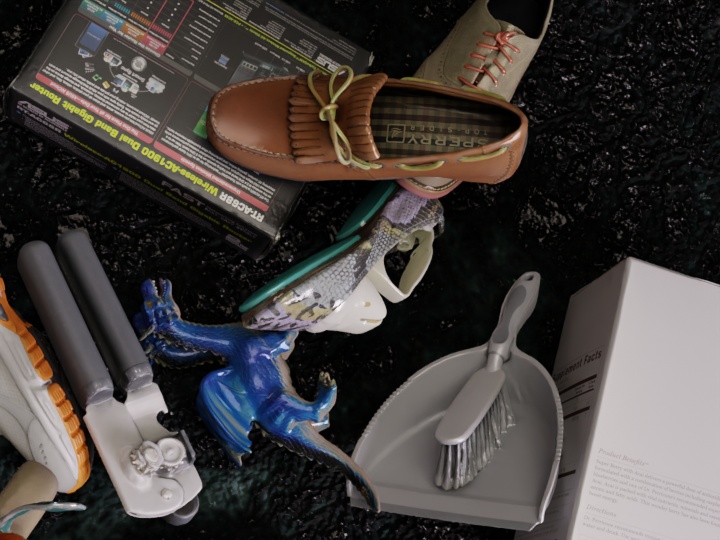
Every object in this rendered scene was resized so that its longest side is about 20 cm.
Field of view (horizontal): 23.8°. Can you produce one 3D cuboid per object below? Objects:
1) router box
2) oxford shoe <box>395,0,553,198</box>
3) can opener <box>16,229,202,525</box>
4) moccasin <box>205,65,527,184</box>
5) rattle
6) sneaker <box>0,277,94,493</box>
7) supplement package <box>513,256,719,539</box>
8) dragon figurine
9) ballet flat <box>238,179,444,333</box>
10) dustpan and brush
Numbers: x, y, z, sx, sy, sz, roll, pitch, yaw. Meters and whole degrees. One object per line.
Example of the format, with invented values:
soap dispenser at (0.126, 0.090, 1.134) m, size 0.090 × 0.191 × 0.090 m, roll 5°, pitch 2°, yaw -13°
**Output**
router box at (-0.112, -0.121, 1.130) m, size 0.200 × 0.062 × 0.150 m, roll 30°, pitch 71°, yaw -6°
oxford shoe at (0.075, -0.135, 1.152) m, size 0.070 × 0.075 × 0.200 m, roll 29°, pitch 56°, yaw -4°
can opener at (-0.161, 0.070, 1.076) m, size 0.053 × 0.066 × 0.200 m, roll -19°, pitch 73°, yaw -28°
moccasin at (0.004, -0.090, 1.068) m, size 0.201 × 0.078 × 0.074 m, roll 10°, pitch 74°, yaw 3°
rattle at (-0.241, 0.132, 0.961) m, size 0.130 × 0.200 × 0.143 m, roll -38°, pitch 89°, yaw -15°
sneaker at (-0.243, 0.060, 1.059) m, size 0.092 × 0.076 × 0.200 m, roll -33°, pitch 89°, yaw 2°
supplement package at (0.188, 0.112, 1.119) m, size 0.121 × 0.120 × 0.200 m, roll 18°, pitch 73°, yaw -8°
dragon figurine at (-0.071, 0.086, 1.091) m, size 0.099 × 0.059 × 0.200 m, roll -27°, pitch 80°, yaw -16°
ballet flat at (0.000, 0.000, 1.097) m, size 0.072 × 0.072 × 0.200 m, roll 47°, pitch 43°, yaw 0°
dustpan and brush at (0.084, 0.076, 1.122) m, size 0.139 × 0.057 × 0.200 m, roll 4°, pitch 36°, yaw 27°
